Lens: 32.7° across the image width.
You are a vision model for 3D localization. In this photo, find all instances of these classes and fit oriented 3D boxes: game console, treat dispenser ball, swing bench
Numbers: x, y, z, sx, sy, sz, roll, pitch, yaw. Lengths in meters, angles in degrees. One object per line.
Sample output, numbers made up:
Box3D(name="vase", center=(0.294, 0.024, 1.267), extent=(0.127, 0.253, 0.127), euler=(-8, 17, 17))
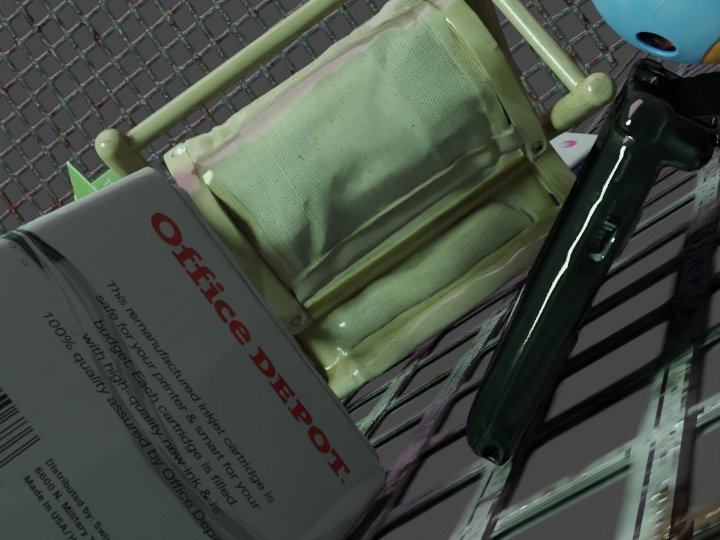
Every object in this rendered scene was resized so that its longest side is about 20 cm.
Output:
Box3D(name="game console", center=(0.132, -0.017, 0.421), extent=(0.176, 0.116, 0.200), euler=(-66, -7, 17))
Box3D(name="treat dispenser ball", center=(0.271, -0.261, 0.955), extent=(0.201, 0.201, 0.201), euler=(-35, 3, 2))
Box3D(name="swing bench", center=(0.009, -0.042, 0.618), extent=(0.199, 0.130, 0.200), euler=(-36, -18, -2))

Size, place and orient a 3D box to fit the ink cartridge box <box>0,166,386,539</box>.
Box3D(name="ink cartridge box", center=(-0.094, 0.069, 0.372), extent=(0.083, 0.147, 0.200), euler=(-35, 2, 30))

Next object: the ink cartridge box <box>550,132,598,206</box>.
Box3D(name="ink cartridge box", center=(0.036, -0.043, 0.832), extent=(0.200, 0.043, 0.196), euler=(11, 37, 41))

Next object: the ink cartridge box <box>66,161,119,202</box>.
Box3D(name="ink cartridge box", center=(-0.154, -0.018, 0.911), extent=(0.059, 0.104, 0.200), euler=(-41, -13, -21))

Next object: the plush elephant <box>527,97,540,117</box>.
Box3D(name="plush elephant", center=(0.095, -0.103, 1.117), extent=(0.200, 0.165, 0.155), euler=(80, -158, -61))
